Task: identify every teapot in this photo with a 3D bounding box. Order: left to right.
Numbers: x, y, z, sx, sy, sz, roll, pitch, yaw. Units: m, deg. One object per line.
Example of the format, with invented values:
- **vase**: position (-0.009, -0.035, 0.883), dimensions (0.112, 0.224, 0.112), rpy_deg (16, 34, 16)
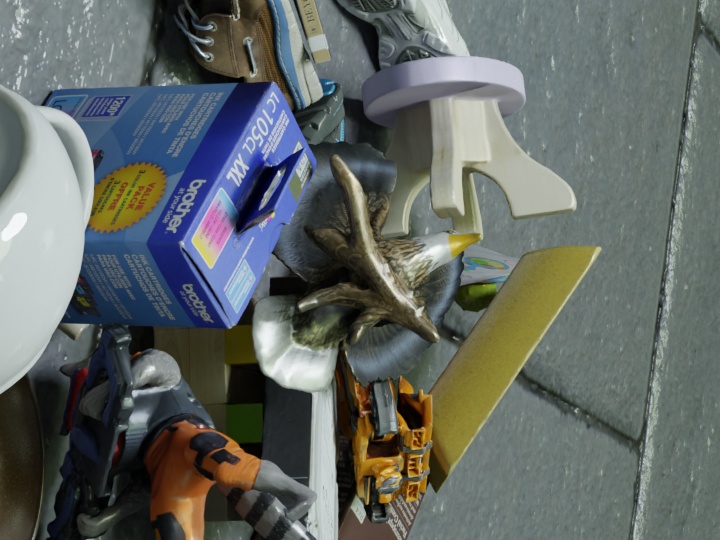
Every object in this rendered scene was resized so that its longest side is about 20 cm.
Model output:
- **teapot**: position (-0.221, 0.004, 0.978), dimensions (0.198, 0.199, 0.147), rpy_deg (-116, -171, -48)

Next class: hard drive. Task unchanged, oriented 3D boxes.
- **hard drive**: position (-0.039, 0.122, 1.276), dimensions (0.140, 0.038, 0.201), rpy_deg (82, 6, -51)

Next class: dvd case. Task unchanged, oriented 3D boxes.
- **dvd case**: position (-0.061, -0.260, 1.327), dimensions (0.149, 0.016, 0.201), rpy_deg (-107, 179, -61)

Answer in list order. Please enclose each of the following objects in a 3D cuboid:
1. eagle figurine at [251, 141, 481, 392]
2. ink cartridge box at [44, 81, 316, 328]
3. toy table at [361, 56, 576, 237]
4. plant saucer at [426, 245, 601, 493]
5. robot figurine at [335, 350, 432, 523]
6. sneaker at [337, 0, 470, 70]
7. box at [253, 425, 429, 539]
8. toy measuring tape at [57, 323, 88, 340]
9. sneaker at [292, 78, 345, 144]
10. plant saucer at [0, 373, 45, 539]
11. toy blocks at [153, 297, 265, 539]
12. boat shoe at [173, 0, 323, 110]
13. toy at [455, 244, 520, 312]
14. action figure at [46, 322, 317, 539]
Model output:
- **eagle figurine**: position (0.008, 0.000, 1.247), dimensions (0.200, 0.150, 0.153), rpy_deg (-128, -130, -81)
- **ink cartridge box**: position (-0.117, -0.040, 1.133), dimensions (0.137, 0.199, 0.077), rpy_deg (-65, 143, -35)
- **toy table**: position (0.073, -0.091, 1.509), dimensions (0.200, 0.183, 0.118), rpy_deg (13, 70, -68)
- **plant saucer**: position (0.099, 0.069, 1.467), dimensions (0.200, 0.048, 0.200), rpy_deg (-56, 174, -9)
- **robot figurine**: position (0.011, 0.081, 1.390), dimensions (0.201, 0.058, 0.145), rpy_deg (-105, -167, -45)
- **sneaker**: position (0.046, -0.219, 1.542), dimensions (0.200, 0.078, 0.100), rpy_deg (56, 42, -48)
- **box**: position (-0.024, 0.208, 1.449), dimensions (0.201, 0.075, 0.100), rpy_deg (-65, 145, -32)
- **toy measuring tape**: position (-0.132, -0.035, 1.236), dimensions (0.200, 0.073, 0.074), rpy_deg (-53, 136, -46)
- **sneaker**: position (-0.056, -0.057, 1.371), dimensions (0.200, 0.073, 0.082), rpy_deg (-52, 137, -45)
- **plant saucer**: position (-0.251, 0.121, 1.079), dimensions (0.200, 0.032, 0.201), rpy_deg (-4, 95, -61)
- **toy blocks**: position (-0.092, 0.096, 1.315), dimensions (0.137, 0.099, 0.201), rpy_deg (23, 65, -72)
- **boat shoe**: position (-0.084, -0.167, 1.300), dimensions (0.072, 0.072, 0.200), rpy_deg (-31, 139, -4)
- **toy**: position (0.070, 0.007, 1.565), dimensions (0.200, 0.115, 0.047), rpy_deg (-2, 105, -61)
- **action figure**: position (-0.120, 0.129, 1.162), dimensions (0.104, 0.194, 0.200), rpy_deg (-15, 143, -42)
